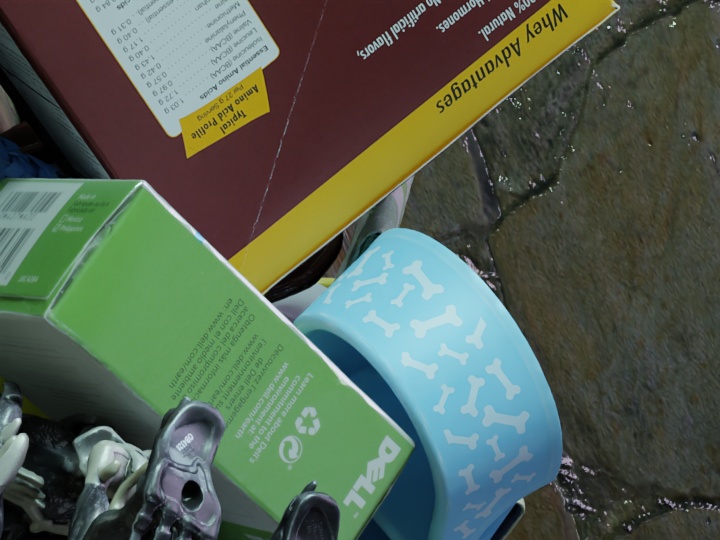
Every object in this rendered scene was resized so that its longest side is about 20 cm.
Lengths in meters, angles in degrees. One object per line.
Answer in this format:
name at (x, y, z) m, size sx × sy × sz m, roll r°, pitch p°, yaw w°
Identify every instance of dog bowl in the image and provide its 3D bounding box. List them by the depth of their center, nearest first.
dog bowl at (0.015, 0.071, 1.052) m, size 0.112 × 0.049 × 0.200 m, roll 47°, pitch -28°, yaw 24°

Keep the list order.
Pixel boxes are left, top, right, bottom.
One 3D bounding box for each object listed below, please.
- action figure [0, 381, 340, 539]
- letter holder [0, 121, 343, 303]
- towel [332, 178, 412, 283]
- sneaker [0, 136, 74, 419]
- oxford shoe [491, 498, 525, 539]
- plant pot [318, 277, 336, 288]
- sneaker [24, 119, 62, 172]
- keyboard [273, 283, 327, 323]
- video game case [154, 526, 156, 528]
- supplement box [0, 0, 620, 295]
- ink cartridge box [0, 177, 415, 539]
action figure at (-0.095, 0.092, 0.910) m, size 0.119 × 0.102 × 0.200 m, roll 38°, pitch -21°, yaw -26°
letter holder at (-0.088, -0.030, 1.230) m, size 0.200 × 0.141 × 0.101 m, roll -77°, pitch 147°, yaw -81°
towel at (0.000, 0.000, 1.213) m, size 0.200 × 0.023 × 0.153 m, roll -72°, pitch 179°, yaw -60°
sneaker at (-0.134, -0.027, 1.027) m, size 0.200 × 0.078 × 0.066 m, roll 57°, pitch 13°, yaw -32°
oxford shoe at (-0.005, 0.151, 1.220) m, size 0.071 × 0.200 × 0.074 m, roll 22°, pitch 19°, yaw -41°
plant pot at (-0.020, 0.106, 1.347) m, size 0.200 × 0.199 × 0.143 m, roll -98°, pitch -172°, yaw -68°
sneaker at (-0.151, -0.125, 1.398) m, size 0.095 × 0.079 × 0.201 m, roll 28°, pitch 40°, yaw -66°
keyboard at (-0.007, 0.031, 1.334) m, size 0.200 × 0.056 × 0.011 m, roll 26°, pitch -62°, yaw 47°
video game case at (-0.034, 0.143, 1.065) m, size 0.182 × 0.023 × 0.200 m, roll 29°, pitch 12°, yaw -34°
supplement box at (-0.050, -0.130, 1.036) m, size 0.200 × 0.197 × 0.133 m, roll 57°, pitch -11°, yaw -29°
ink cartridge box at (-0.051, 0.052, 0.986) m, size 0.200 × 0.059 × 0.104 m, roll 44°, pitch -21°, yaw -27°
